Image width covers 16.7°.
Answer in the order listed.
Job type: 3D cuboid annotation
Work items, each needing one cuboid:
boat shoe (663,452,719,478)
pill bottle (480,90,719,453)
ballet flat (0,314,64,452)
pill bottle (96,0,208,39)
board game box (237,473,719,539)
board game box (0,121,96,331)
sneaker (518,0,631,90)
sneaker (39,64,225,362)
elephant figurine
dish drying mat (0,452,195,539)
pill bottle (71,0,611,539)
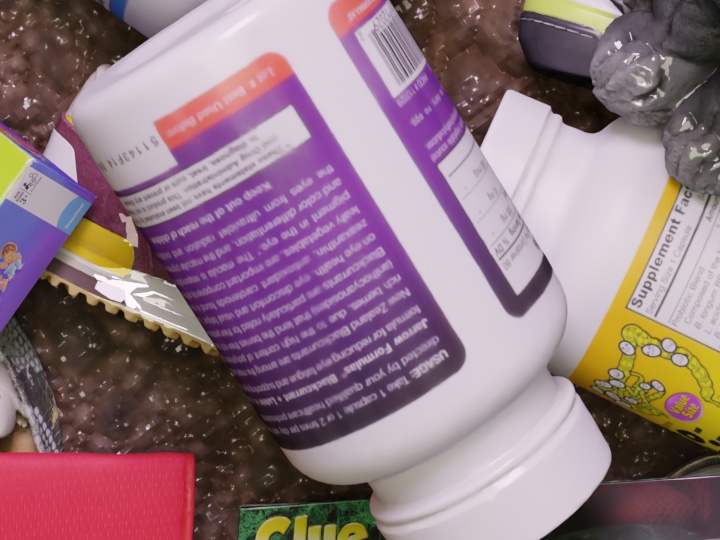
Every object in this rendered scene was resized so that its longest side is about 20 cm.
[{"bbox_3d":[0.096,0.158,0.916,0.075,0.068,0.201,35,90,3],"label":"boat shoe"},{"bbox_3d":[0.129,0.009,0.897,0.199,0.104,0.105,25,91,2],"label":"pill bottle"},{"bbox_3d":[-0.141,0.082,0.923,0.072,0.072,0.202,-18,89,2],"label":"ballet flat"},{"bbox_3d":[-0.077,-0.153,0.898,0.199,0.112,0.113,35,91,1],"label":"pill bottle"},{"bbox_3d":[0.045,0.130,0.890,0.198,0.023,0.106,-5,64,20],"label":"board game box"},{"bbox_3d":[-0.207,0.014,0.906,0.134,0.045,0.201,36,91,32],"label":"board game box"},{"bbox_3d":[0.155,-0.097,0.912,0.198,0.072,0.083,13,89,2],"label":"sneaker"},{"bbox_3d":[-0.027,-0.009,0.916,0.199,0.075,0.091,20,96,1],"label":"sneaker"},{"bbox_3d":[0.151,-0.113,0.784,0.140,0.200,0.156,15,65,4],"label":"elephant figurine"},{"bbox_3d":[-0.155,0.102,0.865,0.199,0.018,0.077,2,98,-22],"label":"dish drying mat"},{"bbox_3d":[0.000,0.000,0.821,0.111,0.111,0.201,-32,101,1],"label":"pill bottle"}]
